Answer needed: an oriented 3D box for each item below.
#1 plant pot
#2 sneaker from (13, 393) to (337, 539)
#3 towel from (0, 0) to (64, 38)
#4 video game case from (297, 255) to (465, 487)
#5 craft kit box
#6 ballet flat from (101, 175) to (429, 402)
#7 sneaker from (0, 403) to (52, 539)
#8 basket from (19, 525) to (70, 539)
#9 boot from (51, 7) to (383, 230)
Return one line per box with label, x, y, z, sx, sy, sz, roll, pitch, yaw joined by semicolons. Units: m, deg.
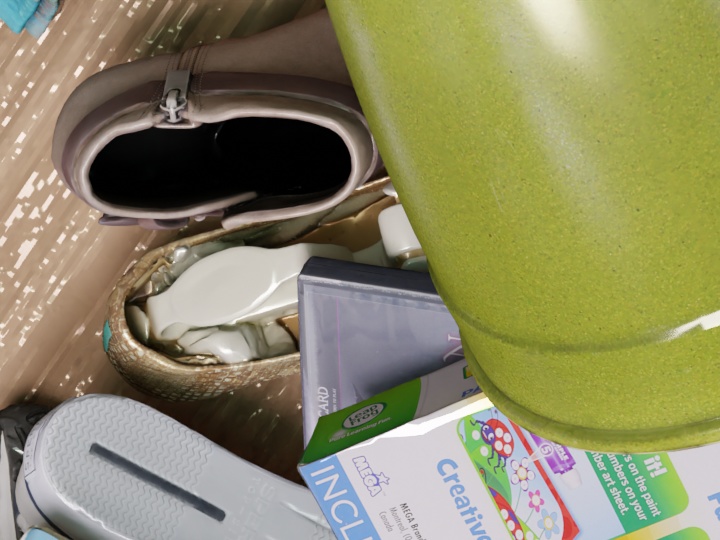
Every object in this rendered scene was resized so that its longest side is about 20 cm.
plant pot;0.074;-0.085;0.833;0.200;0.201;0.193;-29;123;9
sneaker;-0.032;0.110;1.000;0.200;0.071;0.073;34;64;-5
towel;-0.155;-0.133;0.917;0.146;0.200;0.022;35;83;-7
video game case;0.077;0.072;0.978;0.199;0.019;0.143;8;123;14
craft kit box;0.111;0.103;0.924;0.197;0.049;0.200;-22;106;19
ballet flat;0.000;0.000;1.009;0.199;0.065;0.071;-21;77;5
sneaker;-0.126;0.149;1.058;0.079;0.074;0.201;1;99;30
basket;-0.109;0.197;0.919;0.176;0.139;0.200;28;67;0
boot;-0.005;-0.054;0.958;0.199;0.146;0.070;-12;104;5
